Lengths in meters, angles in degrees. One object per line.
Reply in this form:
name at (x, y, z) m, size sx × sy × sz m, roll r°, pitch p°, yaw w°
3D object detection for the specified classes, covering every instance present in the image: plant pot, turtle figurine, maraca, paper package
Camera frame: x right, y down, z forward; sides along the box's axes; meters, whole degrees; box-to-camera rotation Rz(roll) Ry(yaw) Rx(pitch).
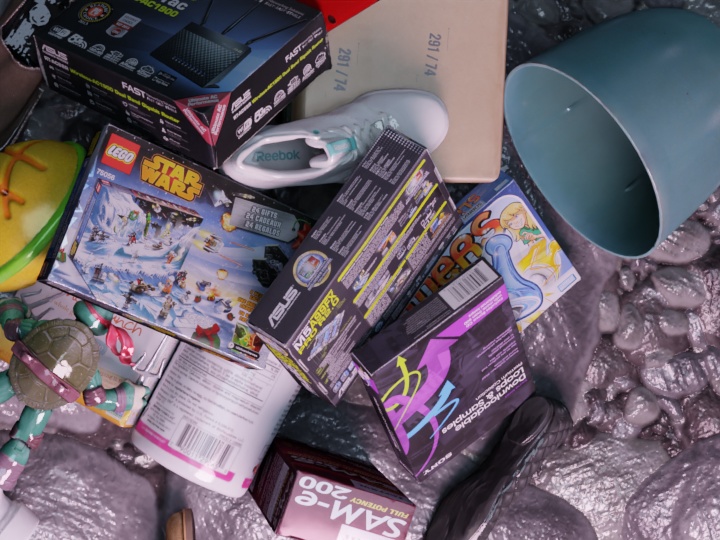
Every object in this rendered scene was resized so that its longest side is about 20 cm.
plant pot at (0.250, -0.137, 1.665) m, size 0.161 × 0.201 × 0.201 m, roll -36°, pitch 100°, yaw -20°
turtle figurine at (-0.258, 0.079, 1.567) m, size 0.150 × 0.101 × 0.200 m, roll 44°, pitch 89°, yaw 7°
maraca at (-0.301, -0.032, 1.588) m, size 0.200 × 0.137 × 0.107 m, roll -40°, pitch 120°, yaw 13°
paper package at (0.029, -0.178, 1.661) m, size 0.190 × 0.103 × 0.200 m, roll 1°, pitch 95°, yaw -9°

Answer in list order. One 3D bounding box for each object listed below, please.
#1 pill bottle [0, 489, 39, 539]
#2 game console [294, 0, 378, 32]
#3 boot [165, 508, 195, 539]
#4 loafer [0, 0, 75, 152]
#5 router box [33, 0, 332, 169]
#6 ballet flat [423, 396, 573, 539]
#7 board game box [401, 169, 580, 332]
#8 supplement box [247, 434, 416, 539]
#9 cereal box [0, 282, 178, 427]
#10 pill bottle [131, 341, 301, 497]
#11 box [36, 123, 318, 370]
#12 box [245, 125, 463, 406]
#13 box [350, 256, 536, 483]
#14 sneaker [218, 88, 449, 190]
pill bottle at (-0.378, 0.180, 1.606) m, size 0.200 × 0.116 × 0.116 m, roll 44°, pitch 86°, yaw -11°
game console at (-0.049, -0.296, 1.577) m, size 0.119 × 0.200 × 0.173 m, roll 31°, pitch 62°, yaw -24°
boot at (-0.185, 0.308, 1.679) m, size 0.075 × 0.074 × 0.200 m, roll 9°, pitch 95°, yaw -1°
loafer at (-0.303, -0.173, 1.614) m, size 0.073 × 0.071 × 0.200 m, roll 24°, pitch 90°, yaw -11°
router box at (-0.147, -0.182, 1.565) m, size 0.150 × 0.200 × 0.062 m, roll -45°, pitch 146°, yaw -31°
ballet flat at (0.127, 0.203, 1.731) m, size 0.200 × 0.066 × 0.057 m, roll -51°, pitch 128°, yaw 0°
board game box at (0.088, 0.022, 1.697) m, size 0.200 × 0.034 × 0.135 m, roll -42°, pitch 124°, yaw -5°
supplement box at (-0.029, 0.195, 1.629) m, size 0.109 × 0.200 × 0.061 m, roll 18°, pitch 92°, yaw -12°
cereal box at (-0.215, 0.016, 1.640) m, size 0.144 × 0.040 × 0.200 m, roll 27°, pitch 90°, yaw 10°
pill bottle at (-0.106, 0.086, 1.650) m, size 0.113 × 0.113 × 0.200 m, roll 29°, pitch 89°, yaw -11°
box at (-0.147, -0.017, 1.546) m, size 0.200 × 0.040 × 0.137 m, roll 25°, pitch 79°, yaw -22°
box at (0.000, 0.000, 1.566) m, size 0.044 × 0.160 × 0.200 m, roll 31°, pitch 80°, yaw 24°
box at (0.078, 0.091, 1.656) m, size 0.143 × 0.200 × 0.036 m, roll -37°, pitch 56°, yaw -10°
sneaker at (-0.016, -0.103, 1.562) m, size 0.200 × 0.088 × 0.075 m, roll -15°, pitch 96°, yaw -10°
